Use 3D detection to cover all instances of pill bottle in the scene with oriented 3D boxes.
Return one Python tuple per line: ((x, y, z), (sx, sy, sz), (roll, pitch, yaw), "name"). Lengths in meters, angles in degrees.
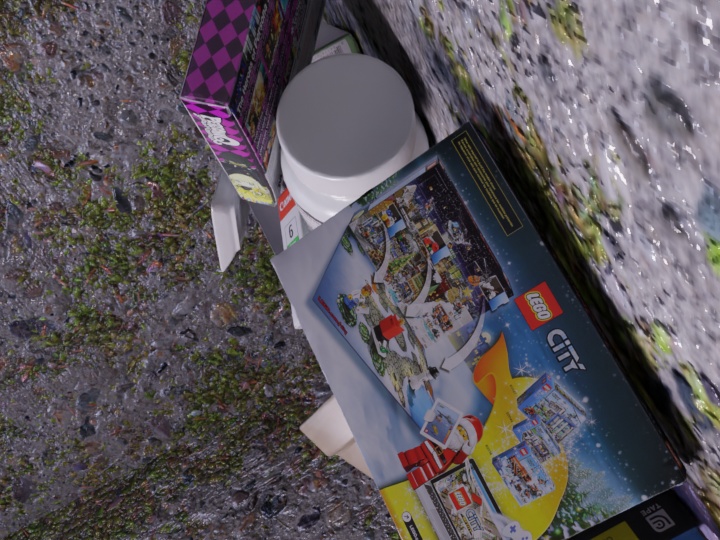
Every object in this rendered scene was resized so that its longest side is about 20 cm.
((0.000, -0.075, 0.592), (0.114, 0.112, 0.200), (62, 177, 18), "pill bottle")

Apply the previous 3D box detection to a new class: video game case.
((-0.065, -0.169, 0.536), (0.181, 0.035, 0.202), (79, -157, -77), "video game case")

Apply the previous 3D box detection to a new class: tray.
((-0.138, -0.107, 0.867), (0.108, 0.022, 0.201), (92, -177, -51), "tray")

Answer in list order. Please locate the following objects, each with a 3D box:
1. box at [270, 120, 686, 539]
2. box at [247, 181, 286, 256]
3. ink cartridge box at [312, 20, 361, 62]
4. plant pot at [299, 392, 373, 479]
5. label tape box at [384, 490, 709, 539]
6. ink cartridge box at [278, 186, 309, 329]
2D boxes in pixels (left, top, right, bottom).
((0.053, 0.045, 0.391), (0.201, 0.136, 0.038), (63, -163, 17), "box")
((-0.028, -0.062, 0.814), (0.201, 0.157, 0.050), (65, 177, -17), "box")
((-0.084, -0.193, 0.742), (0.048, 0.145, 0.200), (61, 179, -25), "ink cartridge box")
((0.074, 0.133, 0.681), (0.174, 0.200, 0.200), (46, 176, 4), "plant pot")
((0.101, 0.153, 0.439), (0.064, 0.143, 0.200), (64, 178, -36), "label tape box")
((-0.021, -0.047, 0.734), (0.050, 0.108, 0.202), (-38, 57, 55), "ink cartridge box")
